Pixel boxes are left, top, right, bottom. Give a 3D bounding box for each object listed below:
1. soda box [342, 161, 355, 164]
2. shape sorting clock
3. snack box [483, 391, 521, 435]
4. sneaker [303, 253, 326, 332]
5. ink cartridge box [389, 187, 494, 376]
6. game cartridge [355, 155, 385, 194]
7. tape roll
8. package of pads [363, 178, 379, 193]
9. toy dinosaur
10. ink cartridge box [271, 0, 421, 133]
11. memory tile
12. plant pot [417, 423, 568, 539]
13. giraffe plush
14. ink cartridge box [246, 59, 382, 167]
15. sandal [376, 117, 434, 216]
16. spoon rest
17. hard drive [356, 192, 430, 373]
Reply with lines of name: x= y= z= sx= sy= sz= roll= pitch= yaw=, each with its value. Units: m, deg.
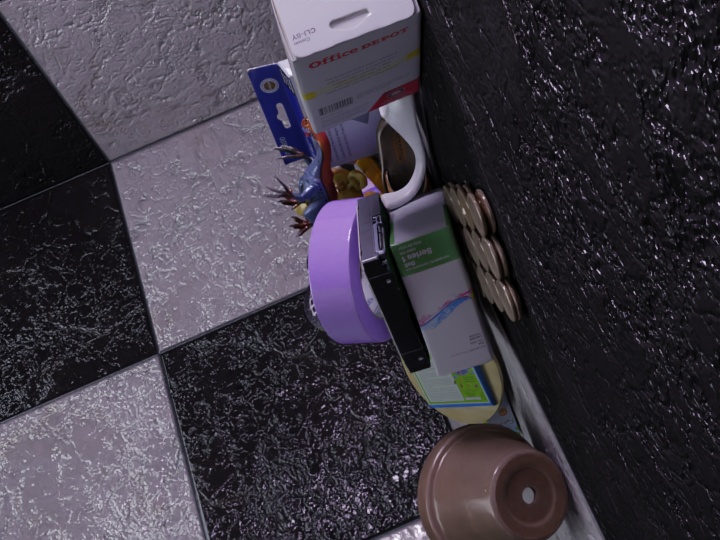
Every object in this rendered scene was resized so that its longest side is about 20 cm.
soda box: x=-0.029 y=-0.270 z=1.288 sx=0.069 sy=0.062 sz=0.205 roll=-118 pitch=34 yaw=-69
shape sorting clock: x=0.137 y=0.145 z=1.300 sx=0.198 sy=0.039 sz=0.203 roll=28 pitch=137 yaw=30
snack box: x=0.197 y=0.194 z=1.410 sx=0.200 sy=0.052 sz=0.145 roll=-139 pitch=26 yaw=-84
sneaker: x=-0.034 y=0.023 z=1.285 sx=0.080 sy=0.074 sz=0.202 roll=32 pitch=-149 yaw=-22
ink cartridge box: x=0.107 y=0.015 z=1.132 sx=0.146 sy=0.082 sz=0.203 roll=-86 pitch=-23 yaw=-66
game cartridge: x=0.058 y=-0.121 z=1.335 sx=0.176 sy=0.032 sz=0.200 roll=44 pitch=-174 yaw=-21
tape roll: x=0.000 y=0.000 z=1.197 sx=0.199 sy=0.064 sz=0.206 roll=-4 pitch=-90 yaw=-66
package of pads: x=0.045 y=-0.099 z=1.548 sx=0.201 sy=0.118 sz=0.077 roll=-113 pitch=1 yaw=-52
toy dinosaur: x=-0.062 y=-0.140 z=1.217 sx=0.182 sy=0.196 sz=0.107 roll=-45 pitch=51 yaw=46
ink cartridge box: x=-0.011 y=-0.249 z=0.942 sx=0.200 sy=0.142 sz=0.085 roll=76 pitch=172 yaw=-78
memory tile: x=0.141 y=-0.028 z=0.993 sx=0.200 sy=0.016 sz=0.156 roll=-115 pitch=4 yaw=-80
plant pot: x=0.195 y=0.305 z=1.147 sx=0.204 sy=0.197 sz=0.175 roll=67 pitch=160 yaw=8
giraffe plush: x=-0.024 y=-0.093 z=1.386 sx=0.163 sy=0.172 sz=0.200 roll=50 pitch=176 yaw=-35
ink cartridge box: x=-0.038 y=-0.226 z=1.186 sx=0.201 sy=0.195 sz=0.041 roll=68 pitch=-173 yaw=-55
sandal: x=0.070 y=-0.120 z=1.187 sx=0.054 sy=0.079 sz=0.204 roll=-115 pitch=8 yaw=-67
spoon rest: x=0.056 y=-0.184 z=1.111 sx=0.100 sy=0.059 sz=0.204 roll=-115 pitch=21 yaw=-60
hard drive: x=0.043 y=0.018 z=1.124 sx=0.141 sy=0.037 sz=0.202 roll=-94 pitch=-15 yaw=-51
